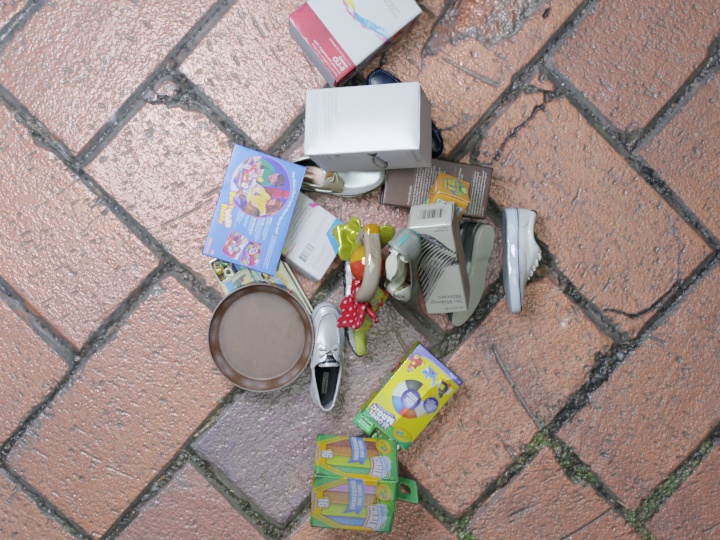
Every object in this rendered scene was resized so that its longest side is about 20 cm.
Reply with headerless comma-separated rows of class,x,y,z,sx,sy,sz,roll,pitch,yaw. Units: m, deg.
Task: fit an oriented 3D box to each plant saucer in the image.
plant saucer,-0.184,0.123,1.639,0.198,0.034,0.203,0,95,1

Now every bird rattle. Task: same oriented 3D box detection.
bird rattle,0.000,0.000,1.545,0.111,0.163,0.202,11,73,-8

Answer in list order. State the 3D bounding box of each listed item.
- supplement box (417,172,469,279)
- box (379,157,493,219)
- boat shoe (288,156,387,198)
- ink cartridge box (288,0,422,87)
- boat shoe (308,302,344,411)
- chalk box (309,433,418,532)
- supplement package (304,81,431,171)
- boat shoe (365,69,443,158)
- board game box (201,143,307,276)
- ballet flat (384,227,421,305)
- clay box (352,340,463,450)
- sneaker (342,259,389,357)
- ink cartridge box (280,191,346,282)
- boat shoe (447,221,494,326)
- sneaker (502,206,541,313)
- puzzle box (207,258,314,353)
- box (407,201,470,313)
supplement box,0.130,-0.078,1.602,0.068,0.067,0.201,21,129,-11
box,0.141,-0.157,1.649,0.197,0.075,0.101,9,94,-6
boat shoe,-0.052,-0.173,1.608,0.197,0.068,0.076,-2,84,15
ink cartridge box,-0.011,-0.448,1.585,0.199,0.145,0.145,-39,95,0
boat shoe,-0.064,0.163,1.647,0.071,0.066,0.203,5,99,-14
chalk box,0.010,0.395,1.632,0.197,0.125,0.125,4,116,-3
supplement package,0.016,-0.242,1.504,0.198,0.117,0.119,-1,80,15
boat shoe,0.091,-0.299,1.638,0.200,0.069,0.084,43,90,-5
board game box,-0.187,-0.105,1.550,0.133,0.045,0.202,17,88,-10
ballet flat,0.066,0.006,1.529,0.067,0.201,0.064,34,59,24
clay box,0.088,0.249,1.682,0.115,0.048,0.200,40,90,-5
sneaker,0.013,0.062,1.652,0.089,0.078,0.203,0,93,-6
ink cartridge box,-0.130,-0.083,1.623,0.199,0.068,0.116,36,79,-10
boat shoe,0.198,0.004,1.679,0.061,0.072,0.202,22,102,38
sneaker,0.308,-0.020,1.666,0.070,0.073,0.203,-1,93,0
puzzle box,-0.183,0.038,1.665,0.132,0.025,0.201,-31,94,-2
box,0.141,-0.020,1.559,0.081,0.069,0.201,-5,128,15
